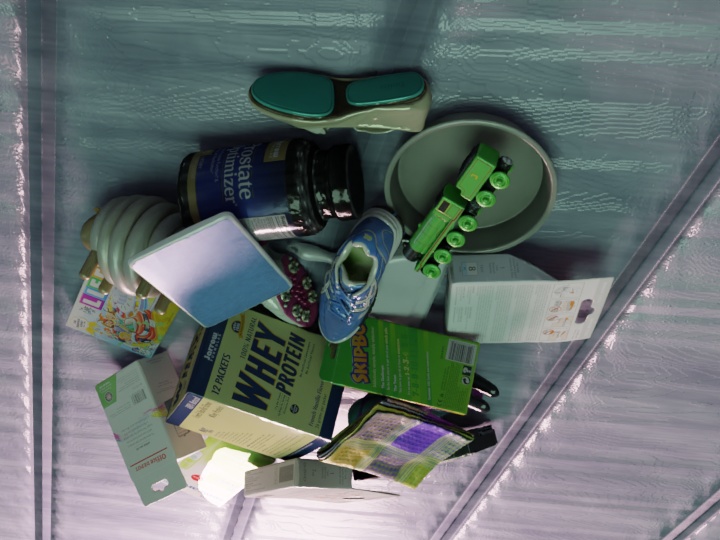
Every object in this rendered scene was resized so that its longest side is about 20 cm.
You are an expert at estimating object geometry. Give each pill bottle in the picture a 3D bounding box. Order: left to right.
[{"bbox_3d":[-0.100,-0.092,0.991,0.198,0.113,0.112,-6,134,13],"label":"pill bottle"}]

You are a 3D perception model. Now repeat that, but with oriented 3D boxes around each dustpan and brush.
[{"bbox_3d":[0.000,0.000,1.120,0.198,0.058,0.140,9,134,-10],"label":"dustpan and brush"}]

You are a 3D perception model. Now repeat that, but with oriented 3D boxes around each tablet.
[{"bbox_3d":[-0.169,0.004,1.008,0.129,0.014,0.200,-25,150,5],"label":"tablet"}]

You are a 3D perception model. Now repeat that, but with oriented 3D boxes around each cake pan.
[{"bbox_3d":[0.127,-0.102,1.000,0.198,0.037,0.201,5,135,4],"label":"cake pan"}]

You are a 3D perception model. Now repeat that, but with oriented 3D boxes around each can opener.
[{"bbox_3d":[0.095,0.135,1.176,0.199,0.064,0.079,33,162,23],"label":"can opener"}]

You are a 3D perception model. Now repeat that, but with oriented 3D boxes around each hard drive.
[{"bbox_3d":[0.100,0.284,1.336,0.198,0.038,0.139,-20,168,22],"label":"hard drive"}]

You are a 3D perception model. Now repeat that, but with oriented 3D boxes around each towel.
[{"bbox_3d":[0.050,0.242,1.184,0.199,0.023,0.144,27,121,-37],"label":"towel"}]

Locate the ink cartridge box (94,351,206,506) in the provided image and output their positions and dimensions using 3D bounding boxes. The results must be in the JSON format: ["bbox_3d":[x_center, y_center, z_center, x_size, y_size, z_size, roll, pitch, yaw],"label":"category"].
[{"bbox_3d":[-0.312,0.241,1.306,0.117,0.067,0.202,-29,81,33],"label":"ink cartridge box"}]

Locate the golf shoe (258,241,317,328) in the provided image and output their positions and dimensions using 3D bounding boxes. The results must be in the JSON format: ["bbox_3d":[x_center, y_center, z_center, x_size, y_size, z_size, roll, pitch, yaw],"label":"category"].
[{"bbox_3d":[-0.135,0.006,1.136,0.091,0.076,0.200,-11,132,39],"label":"golf shoe"}]

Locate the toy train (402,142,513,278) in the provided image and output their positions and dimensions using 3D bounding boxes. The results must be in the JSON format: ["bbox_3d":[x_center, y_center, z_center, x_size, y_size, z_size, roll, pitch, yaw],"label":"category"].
[{"bbox_3d":[0.107,-0.065,0.987,0.056,0.042,0.200,28,133,-6],"label":"toy train"}]

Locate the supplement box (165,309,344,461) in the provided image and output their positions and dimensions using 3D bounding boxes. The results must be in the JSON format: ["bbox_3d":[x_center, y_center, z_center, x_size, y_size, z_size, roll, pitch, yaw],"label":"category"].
[{"bbox_3d":[-0.144,0.160,1.196,0.198,0.135,0.200,21,153,-13],"label":"supplement box"}]

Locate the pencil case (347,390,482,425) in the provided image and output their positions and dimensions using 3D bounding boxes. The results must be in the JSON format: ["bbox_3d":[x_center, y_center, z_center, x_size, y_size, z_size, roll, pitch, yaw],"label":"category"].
[{"bbox_3d":[0.077,0.198,1.276,0.199,0.085,0.092,-33,110,34],"label":"pencil case"}]

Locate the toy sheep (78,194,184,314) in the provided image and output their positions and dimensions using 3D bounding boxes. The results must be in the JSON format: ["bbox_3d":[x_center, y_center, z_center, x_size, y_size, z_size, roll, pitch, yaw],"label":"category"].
[{"bbox_3d":[-0.262,-0.026,1.060,0.198,0.138,0.139,17,138,18],"label":"toy sheep"}]

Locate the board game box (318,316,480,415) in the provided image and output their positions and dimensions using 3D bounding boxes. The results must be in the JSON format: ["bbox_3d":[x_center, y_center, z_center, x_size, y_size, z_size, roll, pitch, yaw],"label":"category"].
[{"bbox_3d":[0.050,0.120,1.127,0.198,0.097,0.030,14,168,-1],"label":"board game box"}]

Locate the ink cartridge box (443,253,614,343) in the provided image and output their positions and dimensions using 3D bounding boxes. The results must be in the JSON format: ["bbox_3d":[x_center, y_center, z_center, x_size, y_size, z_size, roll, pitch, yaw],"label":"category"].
[{"bbox_3d":[0.208,0.037,1.106,0.198,0.048,0.161,-3,147,1],"label":"ink cartridge box"}]

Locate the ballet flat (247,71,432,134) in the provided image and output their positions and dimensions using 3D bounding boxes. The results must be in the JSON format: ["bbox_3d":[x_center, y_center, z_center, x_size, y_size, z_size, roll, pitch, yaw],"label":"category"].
[{"bbox_3d":[-0.021,-0.175,0.934,0.198,0.070,0.070,2,135,6],"label":"ballet flat"}]

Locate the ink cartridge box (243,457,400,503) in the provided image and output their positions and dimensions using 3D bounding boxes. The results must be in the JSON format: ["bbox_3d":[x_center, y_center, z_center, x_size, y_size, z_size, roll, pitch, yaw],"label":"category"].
[{"bbox_3d":[-0.062,0.324,1.314,0.175,0.045,0.200,11,158,-27],"label":"ink cartridge box"}]

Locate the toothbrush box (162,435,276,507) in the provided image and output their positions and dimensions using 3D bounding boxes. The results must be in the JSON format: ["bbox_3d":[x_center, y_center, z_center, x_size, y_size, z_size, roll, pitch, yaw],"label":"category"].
[{"bbox_3d":[-0.240,0.292,1.416,0.145,0.087,0.200,30,133,-20],"label":"toothbrush box"}]

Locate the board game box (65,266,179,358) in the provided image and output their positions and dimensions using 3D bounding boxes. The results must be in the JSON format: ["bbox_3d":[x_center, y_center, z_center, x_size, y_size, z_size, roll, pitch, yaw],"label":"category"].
[{"bbox_3d":[-0.322,0.035,1.207,0.133,0.034,0.200,24,133,-15],"label":"board game box"}]

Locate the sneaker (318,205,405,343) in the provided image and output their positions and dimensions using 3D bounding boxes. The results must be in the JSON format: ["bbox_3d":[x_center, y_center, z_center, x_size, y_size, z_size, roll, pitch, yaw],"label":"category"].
[{"bbox_3d":[-0.015,0.013,1.046,0.075,0.077,0.201,29,126,11],"label":"sneaker"}]
